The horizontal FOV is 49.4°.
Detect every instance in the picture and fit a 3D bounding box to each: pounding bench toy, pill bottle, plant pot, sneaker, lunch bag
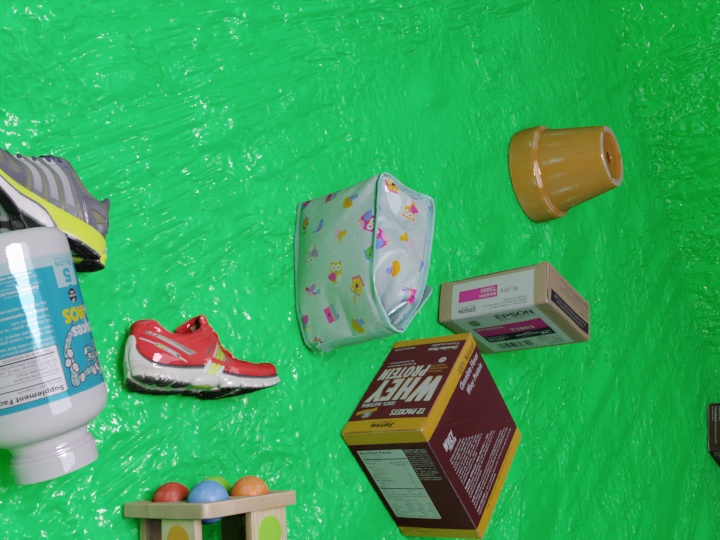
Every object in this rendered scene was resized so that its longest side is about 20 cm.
[{"bbox_3d":[-0.122,0.288,0.795,0.199,0.124,0.157,11,71,-51],"label":"pounding bench toy"},{"bbox_3d":[-0.280,0.071,0.656,0.111,0.110,0.201,-18,96,-53],"label":"pill bottle"},{"bbox_3d":[0.434,-0.215,1.622,0.200,0.182,0.202,18,66,-49],"label":"plant pot"},{"bbox_3d":[-0.307,-0.077,0.706,0.200,0.073,0.081,46,37,-44],"label":"sneaker"},{"bbox_3d":[0.000,0.000,0.997,0.122,0.170,0.201,21,65,-40],"label":"lunch bag"},{"bbox_3d":[-0.162,0.090,0.841,0.199,0.077,0.086,18,61,-50],"label":"sneaker"}]

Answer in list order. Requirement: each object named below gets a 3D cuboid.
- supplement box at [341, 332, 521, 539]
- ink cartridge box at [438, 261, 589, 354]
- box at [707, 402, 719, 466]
[{"bbox_3d":[0.108,0.232,1.109,0.201,0.132,0.197,61,40,-22],"label":"supplement box"},{"bbox_3d":[0.253,0.068,1.291,0.164,0.199,0.076,34,54,-43],"label":"ink cartridge box"},{"bbox_3d":[1.209,0.518,2.442,0.166,0.199,0.165,45,47,-37],"label":"box"}]
